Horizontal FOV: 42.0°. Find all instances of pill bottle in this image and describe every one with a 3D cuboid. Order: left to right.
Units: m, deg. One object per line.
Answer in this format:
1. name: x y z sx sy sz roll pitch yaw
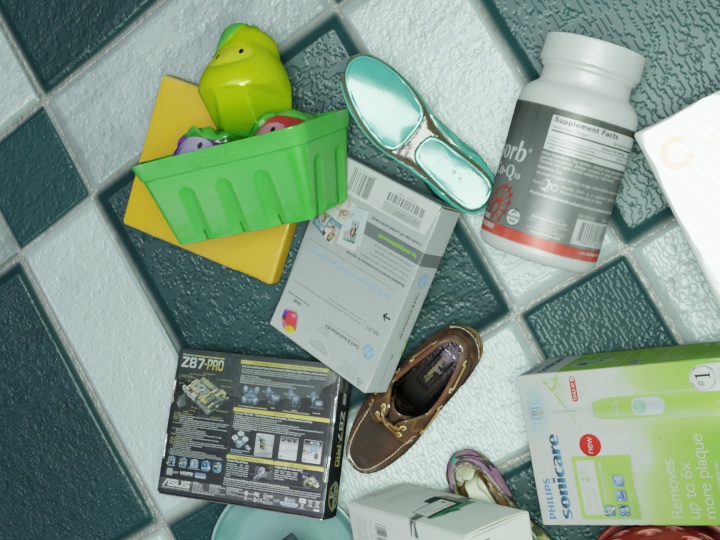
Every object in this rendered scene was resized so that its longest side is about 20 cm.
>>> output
1. pill bottle: 0.191 -0.109 0.875 0.114 0.116 0.203 18 100 17

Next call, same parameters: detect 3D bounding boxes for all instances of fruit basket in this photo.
1. fruit basket: -0.117 -0.146 0.939 0.213 0.155 0.219 7 108 21

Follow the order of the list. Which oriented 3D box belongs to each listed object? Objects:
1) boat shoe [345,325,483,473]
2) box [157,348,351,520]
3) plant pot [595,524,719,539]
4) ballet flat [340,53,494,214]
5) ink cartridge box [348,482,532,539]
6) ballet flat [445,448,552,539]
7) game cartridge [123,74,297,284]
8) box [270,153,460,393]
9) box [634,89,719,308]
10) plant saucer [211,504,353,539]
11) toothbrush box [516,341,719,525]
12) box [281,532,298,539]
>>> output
1. boat shoe: 0.047 0.136 0.971 0.070 0.070 0.201 40 107 11
2. box: -0.115 0.174 1.020 0.197 0.049 0.164 3 81 18
3. plant pot: 0.275 0.324 0.847 0.198 0.182 0.204 2 95 18
4. ballet flat: 0.055 -0.132 0.939 0.200 0.070 0.067 44 95 -2
5. ink cartridge box: 0.081 0.299 0.911 0.199 0.083 0.148 -5 95 57
6. ballet flat: 0.149 0.272 0.945 0.069 0.071 0.201 -37 83 15
7. game cartridge: -0.154 -0.102 1.042 0.198 0.032 0.178 22 101 14
8. box: 0.000 0.000 0.962 0.155 0.041 0.202 30 103 37
9. box: 0.346 -0.060 0.835 0.123 0.097 0.202 -26 87 19
10. plant saucer: -0.074 0.331 1.046 0.197 0.036 0.203 2 95 20
11. toothbrush box: 0.261 0.152 0.868 0.198 0.086 0.148 -9 92 35
12. box: -0.087 0.393 0.986 0.158 0.051 0.200 50 126 10
